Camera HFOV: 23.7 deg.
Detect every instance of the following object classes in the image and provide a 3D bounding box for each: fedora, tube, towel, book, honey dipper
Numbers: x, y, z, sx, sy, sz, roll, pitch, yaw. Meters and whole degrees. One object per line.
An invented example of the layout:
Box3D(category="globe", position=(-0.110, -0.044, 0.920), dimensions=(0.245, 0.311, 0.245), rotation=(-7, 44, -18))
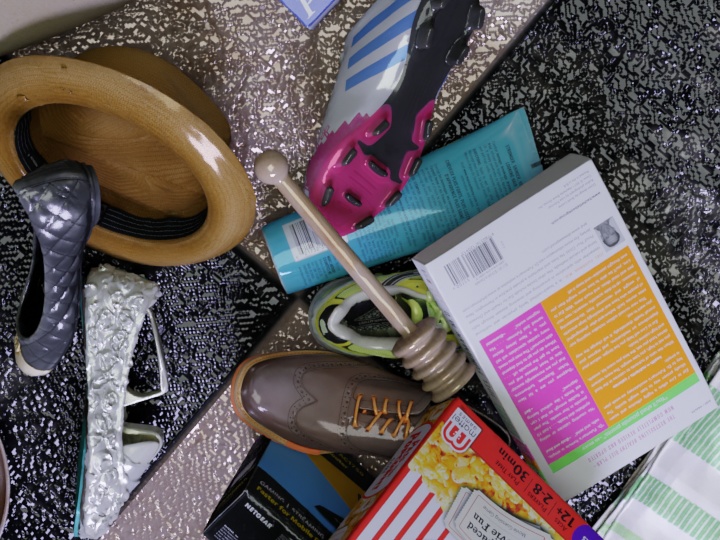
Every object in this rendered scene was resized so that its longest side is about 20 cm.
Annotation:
Box3D(category="fedora", position=(-0.154, -0.089, 1.146), dimensions=(0.200, 0.082, 0.201), rotation=(15, 143, 12))
Box3D(category="tube", position=(0.033, -0.042, 1.188), dimensions=(0.200, 0.050, 0.078), rotation=(-20, 103, 0))
Box3D(category="towel", position=(0.262, 0.176, 1.227), dimensions=(0.152, 0.023, 0.200), rotation=(32, 98, -5))
Box3D(category="book", position=(0.138, 0.041, 1.153), dimensions=(0.134, 0.048, 0.200), rotation=(-32, 109, -9))
Box3D(category="honey dipper", position=(0.000, 0.000, 1.118), dimensions=(0.038, 0.038, 0.200), rotation=(-39, 98, 6))

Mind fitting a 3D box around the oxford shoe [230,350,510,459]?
Box3D(category="oxford shoe", position=(0.010, 0.093, 1.158), dimensions=(0.200, 0.073, 0.071), rotation=(13, 78, -27))

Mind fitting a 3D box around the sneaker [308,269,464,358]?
Box3D(category="sneaker", position=(0.064, 0.031, 1.181), dimensions=(0.200, 0.076, 0.076), rotation=(-10, 97, 1))

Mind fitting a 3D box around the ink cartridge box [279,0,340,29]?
Box3D(category="ink cartridge box", position=(0.002, -0.267, 1.153), dimensions=(0.094, 0.044, 0.200), rotation=(44, 97, -4))

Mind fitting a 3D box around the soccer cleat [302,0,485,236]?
Box3D(category="soccer cleat", position=(0.011, -0.117, 1.160), dimensions=(0.070, 0.086, 0.200), rotation=(28, 93, -40))

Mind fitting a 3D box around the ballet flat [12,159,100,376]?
Box3D(category="ballet flat", position=(-0.216, -0.001, 1.152), dimensions=(0.057, 0.067, 0.200), rotation=(-6, 140, -24))

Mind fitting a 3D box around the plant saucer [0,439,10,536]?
Box3D(category="plant saucer", position=(-0.347, 0.148, 1.228), dimensions=(0.200, 0.034, 0.201), rotation=(0, 99, 0))

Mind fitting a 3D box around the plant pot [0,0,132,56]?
Box3D(category="plant pot", position=(-0.215, -0.226, 1.110), dimensions=(0.200, 0.187, 0.187), rotation=(-36, 97, 22))

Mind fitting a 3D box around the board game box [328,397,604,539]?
Box3D(category="board game box", position=(0.049, 0.205, 1.085), dimensions=(0.151, 0.046, 0.200), rotation=(44, 64, -8))

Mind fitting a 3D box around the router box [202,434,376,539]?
Box3D(category="router box", position=(-0.004, 0.198, 1.169), dimensions=(0.200, 0.149, 0.051), rotation=(43, 110, -6))

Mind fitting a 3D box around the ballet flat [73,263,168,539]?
Box3D(category="ballet flat", position=(-0.167, 0.096, 1.199), dimensions=(0.072, 0.072, 0.200), rotation=(3, 100, 0))
